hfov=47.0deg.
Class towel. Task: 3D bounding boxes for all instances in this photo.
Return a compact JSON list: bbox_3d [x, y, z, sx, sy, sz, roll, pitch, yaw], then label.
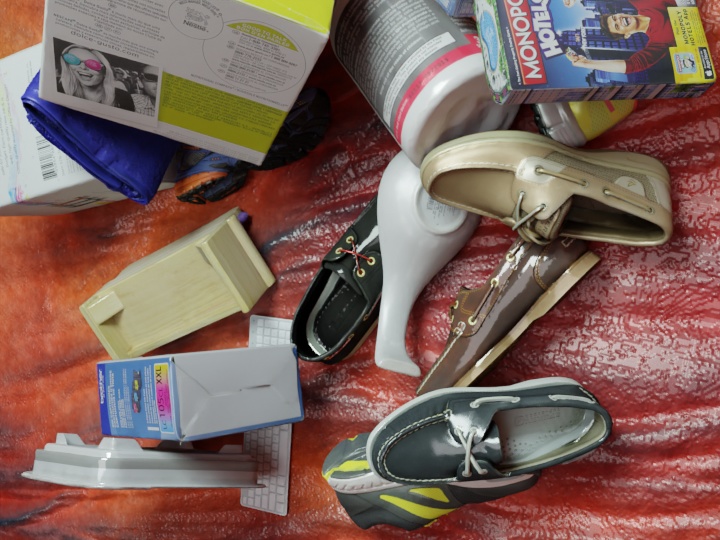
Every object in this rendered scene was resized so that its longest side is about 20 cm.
[{"bbox_3d":[-0.220,-0.181,0.786,0.049,0.148,0.203,-5,53,40],"label":"towel"}]

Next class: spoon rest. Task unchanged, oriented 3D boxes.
[{"bbox_3d":[0.050,-0.013,0.725,0.098,0.061,0.204,16,87,-15],"label":"spoon rest"}]

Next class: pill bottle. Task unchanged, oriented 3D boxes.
[{"bbox_3d":[0.040,-0.189,0.698,0.111,0.110,0.201,-45,58,23],"label":"pill bottle"}]

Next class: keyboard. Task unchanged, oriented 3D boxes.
[{"bbox_3d":[-0.095,0.150,0.857,0.055,0.011,0.204,7,96,28],"label":"keyboard"}]

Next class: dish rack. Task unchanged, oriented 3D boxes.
[{"bbox_3d":[-0.207,0.186,0.806,0.170,0.198,0.044,-9,73,44],"label":"dish rack"}]

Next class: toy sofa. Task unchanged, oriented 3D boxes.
[{"bbox_3d":[-0.188,0.019,0.870,0.198,0.098,0.084,-24,106,27],"label":"toy sofa"}]

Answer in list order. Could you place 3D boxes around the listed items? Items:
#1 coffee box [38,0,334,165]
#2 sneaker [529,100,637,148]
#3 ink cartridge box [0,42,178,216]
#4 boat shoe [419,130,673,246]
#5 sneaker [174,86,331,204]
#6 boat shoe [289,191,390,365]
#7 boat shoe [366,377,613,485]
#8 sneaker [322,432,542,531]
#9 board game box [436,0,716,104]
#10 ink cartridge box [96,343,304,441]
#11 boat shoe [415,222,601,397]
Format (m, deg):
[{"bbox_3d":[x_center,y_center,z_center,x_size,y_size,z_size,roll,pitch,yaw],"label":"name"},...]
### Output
[{"bbox_3d":[-0.130,-0.242,0.672,0.198,0.197,0.203,135,147,-58],"label":"coffee box"},{"bbox_3d":[0.163,-0.198,0.670,0.089,0.078,0.203,-20,85,13],"label":"sneaker"},{"bbox_3d":[-0.309,-0.146,0.880,0.197,0.144,0.148,-9,90,27],"label":"ink cartridge box"},{"bbox_3d":[0.143,-0.058,0.638,0.196,0.072,0.065,5,55,5],"label":"boat shoe"},{"bbox_3d":[-0.117,-0.136,0.820,0.197,0.075,0.080,-22,79,26],"label":"sneaker"},{"bbox_3d":[0.002,0.002,0.769,0.073,0.063,0.203,38,108,24],"label":"boat shoe"},{"bbox_3d":[0.103,0.131,0.660,0.196,0.060,0.077,-16,102,-9],"label":"boat shoe"},{"bbox_3d":[0.067,0.188,0.748,0.196,0.075,0.086,-6,122,19],"label":"sneaker"},{"bbox_3d":[0.131,-0.206,0.600,0.196,0.062,0.204,-3,71,-7],"label":"board game box"},{"bbox_3d":[-0.165,0.116,0.800,0.198,0.135,0.078,-8,85,50],"label":"ink cartridge box"},{"bbox_3d":[0.112,0.038,0.707,0.070,0.070,0.200,44,103,12],"label":"boat shoe"}]
